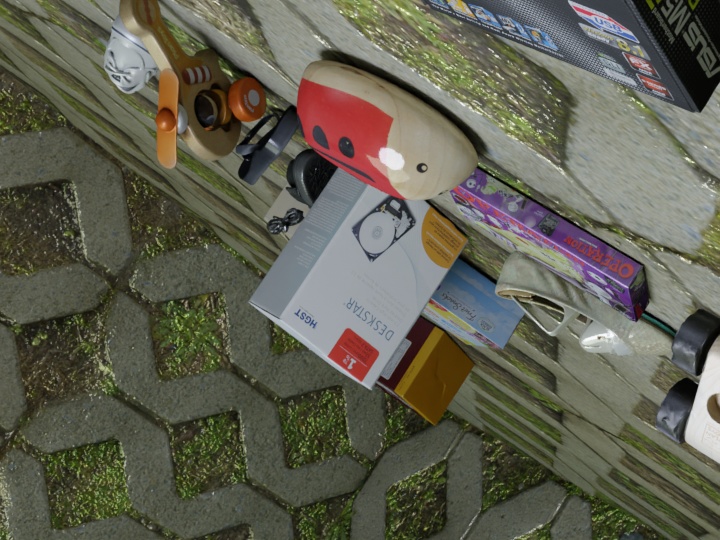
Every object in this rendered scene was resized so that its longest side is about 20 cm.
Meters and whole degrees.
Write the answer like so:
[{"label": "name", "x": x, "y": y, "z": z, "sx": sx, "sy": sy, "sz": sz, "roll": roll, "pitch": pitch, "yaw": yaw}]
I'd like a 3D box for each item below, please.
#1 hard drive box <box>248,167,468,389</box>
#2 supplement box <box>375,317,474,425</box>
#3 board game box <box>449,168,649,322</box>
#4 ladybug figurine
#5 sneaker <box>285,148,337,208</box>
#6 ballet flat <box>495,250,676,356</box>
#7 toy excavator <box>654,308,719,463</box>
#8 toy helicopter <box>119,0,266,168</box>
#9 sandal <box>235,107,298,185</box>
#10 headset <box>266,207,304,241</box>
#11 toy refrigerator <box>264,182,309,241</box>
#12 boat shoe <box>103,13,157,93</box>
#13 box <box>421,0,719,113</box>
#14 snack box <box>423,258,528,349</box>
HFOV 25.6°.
[{"label": "hard drive box", "x": 0.000, "y": 0.000, "z": 1.720, "sx": 0.155, "sy": 0.201, "sz": 0.077, "roll": 38, "pitch": 173, "yaw": -35}, {"label": "supplement box", "x": 0.064, "y": 0.145, "z": 2.795, "sx": 0.199, "sy": 0.134, "sz": 0.197, "roll": 31, "pitch": 174, "yaw": 28}, {"label": "board game box", "x": 0.168, "y": -0.028, "z": 1.430, "sx": 0.199, "sy": 0.032, "sz": 0.120, "roll": 33, "pitch": 169, "yaw": 21}, {"label": "ladybug figurine", "x": 0.013, "y": -0.116, "z": 1.361, "sx": 0.199, "sy": 0.072, "sz": 0.136, "roll": 29, "pitch": 172, "yaw": 43}, {"label": "sneaker", "x": -0.057, "y": -0.104, "z": 1.881, "sx": 0.104, "sy": 0.060, "sz": 0.200, "roll": 27, "pitch": 175, "yaw": 31}, {"label": "ballet flat", "x": 0.219, "y": 0.047, "z": 1.557, "sx": 0.199, "sy": 0.063, "sz": 0.067, "roll": 31, "pitch": 173, "yaw": 31}, {"label": "toy excavator", "x": 0.330, "y": 0.104, "z": 1.272, "sx": 0.099, "sy": 0.199, "sz": 0.196, "roll": 31, "pitch": 129, "yaw": 33}, {"label": "toy helicopter", "x": -0.193, "y": -0.200, "z": 1.651, "sx": 0.078, "sy": 0.133, "sz": 0.201, "roll": -10, "pitch": 125, "yaw": 39}, {"label": "sandal", "x": -0.108, "y": -0.150, "z": 1.782, "sx": 0.043, "sy": 0.077, "sz": 0.200, "roll": 33, "pitch": 164, "yaw": -8}, {"label": "headset", "x": -0.033, "y": -0.030, "z": 2.050, "sx": 0.199, "sy": 0.125, "sz": 0.094, "roll": 21, "pitch": 147, "yaw": -33}, {"label": "toy refrigerator", "x": -0.052, "y": -0.051, "z": 2.195, "sx": 0.070, "sy": 0.076, "sz": 0.200, "roll": 31, "pitch": 173, "yaw": 31}, {"label": "boat shoe", "x": -0.274, "y": -0.250, "z": 1.897, "sx": 0.073, "sy": 0.066, "sz": 0.200, "roll": 34, "pitch": 174, "yaw": 2}, {"label": "box", "x": 0.076, "y": -0.165, "z": 0.785, "sx": 0.199, "sy": 0.045, "sz": 0.160, "roll": 30, "pitch": 172, "yaw": 39}, {"label": "snack box", "x": 0.105, "y": 0.025, "z": 1.974, "sx": 0.168, "sy": 0.068, "sz": 0.200, "roll": 35, "pitch": 176, "yaw": -6}]
